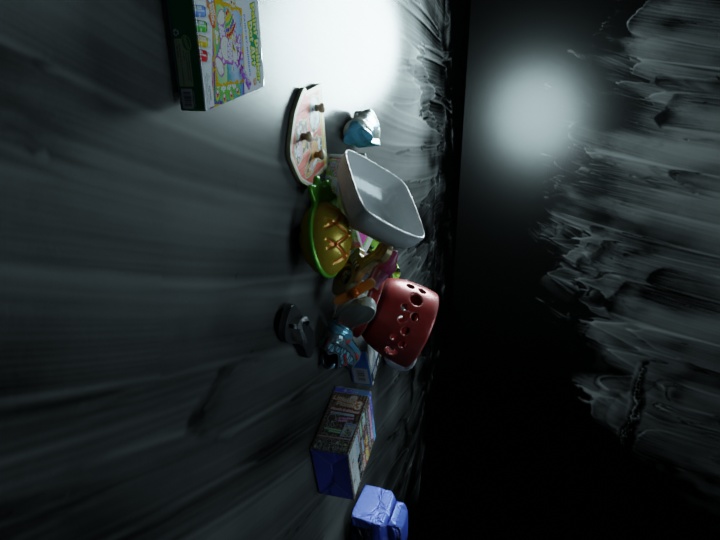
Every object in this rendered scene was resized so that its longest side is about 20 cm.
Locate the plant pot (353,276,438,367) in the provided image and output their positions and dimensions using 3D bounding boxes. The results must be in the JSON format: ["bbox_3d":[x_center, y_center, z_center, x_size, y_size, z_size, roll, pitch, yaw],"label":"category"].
[{"bbox_3d":[0.076,0.115,1.755,0.200,0.178,0.205,-157,-90,-82],"label":"plant pot"}]

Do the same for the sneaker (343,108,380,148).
[{"bbox_3d":[0.001,-0.345,1.679,0.200,0.074,0.084,-16,102,-79],"label":"sneaker"}]

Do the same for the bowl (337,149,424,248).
[{"bbox_3d":[0.032,-0.136,1.466,0.197,0.075,0.203,22,36,-37],"label":"bowl"}]

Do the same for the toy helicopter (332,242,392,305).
[{"bbox_3d":[0.000,0.000,1.541,0.078,0.199,0.135,30,48,-26],"label":"toy helicopter"}]

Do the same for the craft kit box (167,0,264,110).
[{"bbox_3d":[-0.200,-0.347,0.991,0.198,0.047,0.206,-59,150,-62],"label":"craft kit box"}]

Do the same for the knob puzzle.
[{"bbox_3d":[-0.100,-0.263,1.408,0.219,0.030,0.227,6,90,-74],"label":"knob puzzle"}]

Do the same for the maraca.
[{"bbox_3d":[-0.072,-0.087,1.428,0.136,0.104,0.207,12,72,-67],"label":"maraca"}]

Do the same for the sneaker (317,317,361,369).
[{"bbox_3d":[-0.061,0.189,1.638,0.096,0.078,0.202,-53,153,-20],"label":"sneaker"}]

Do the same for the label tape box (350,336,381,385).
[{"bbox_3d":[0.022,0.183,1.902,0.147,0.061,0.203,79,23,-45],"label":"label tape box"}]

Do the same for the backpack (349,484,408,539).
[{"bbox_3d":[0.050,0.752,1.990,0.162,0.163,0.206,-40,137,-58],"label":"backpack"}]

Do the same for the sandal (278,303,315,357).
[{"bbox_3d":[-0.119,0.122,1.427,0.201,0.042,0.078,57,41,-65],"label":"sandal"}]

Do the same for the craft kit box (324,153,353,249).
[{"bbox_3d":[-0.038,-0.154,1.636,0.197,0.047,0.207,3,91,-71],"label":"craft kit box"}]

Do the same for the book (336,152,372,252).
[{"bbox_3d":[-0.001,-0.149,1.617,0.202,0.047,0.136,73,31,-50],"label":"book"}]

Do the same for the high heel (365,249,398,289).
[{"bbox_3d":[0.047,-0.025,1.646,0.097,0.067,0.200,-53,-160,9],"label":"high heel"}]

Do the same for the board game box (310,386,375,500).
[{"bbox_3d":[-0.038,0.415,1.700,0.202,0.094,0.163,-64,154,-51],"label":"board game box"}]

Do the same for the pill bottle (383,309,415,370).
[{"bbox_3d":[0.146,0.215,2.261,0.202,0.108,0.114,-65,154,-51],"label":"pill bottle"}]

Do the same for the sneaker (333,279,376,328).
[{"bbox_3d":[-0.010,0.065,1.619,0.199,0.072,0.118,-36,-146,60],"label":"sneaker"}]

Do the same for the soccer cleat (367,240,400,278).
[{"bbox_3d":[0.037,-0.057,1.828,0.204,0.067,0.081,62,-19,-8],"label":"soccer cleat"}]
